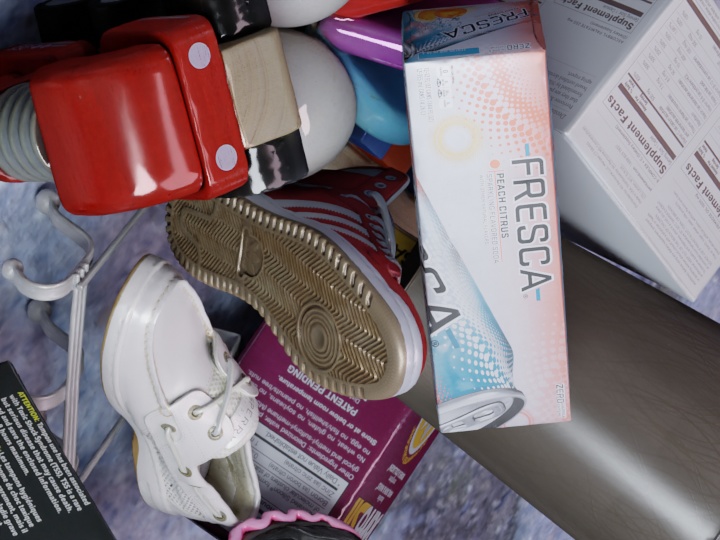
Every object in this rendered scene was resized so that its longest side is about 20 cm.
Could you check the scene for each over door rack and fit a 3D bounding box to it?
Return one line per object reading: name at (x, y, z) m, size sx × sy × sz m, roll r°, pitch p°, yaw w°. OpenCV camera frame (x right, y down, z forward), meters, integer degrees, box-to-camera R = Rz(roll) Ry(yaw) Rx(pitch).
over door rack at (-0.131, 0.019, 1.449) m, size 0.200 × 0.066 × 0.148 m, roll -41°, pitch 147°, yaw -50°

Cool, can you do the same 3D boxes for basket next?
basket at (0.106, 0.055, 1.454) m, size 0.136 × 0.200 × 0.180 m, roll -55°, pitch -175°, yaw 29°

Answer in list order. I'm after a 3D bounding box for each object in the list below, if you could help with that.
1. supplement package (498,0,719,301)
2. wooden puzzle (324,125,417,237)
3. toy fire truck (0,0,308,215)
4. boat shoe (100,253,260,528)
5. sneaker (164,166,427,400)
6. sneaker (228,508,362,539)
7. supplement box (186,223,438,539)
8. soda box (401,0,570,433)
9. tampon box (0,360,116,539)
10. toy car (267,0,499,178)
supplement package at (0.111, -0.097, 1.474) m, size 0.111 × 0.200 × 0.156 m, roll -51°, pitch 133°, yaw -9°
wooden puzzle at (0.056, -0.113, 1.602) m, size 0.186 × 0.046 × 0.200 m, roll -57°, pitch 148°, yaw -4°
toy fire truck at (-0.152, -0.076, 1.247) m, size 0.199 × 0.176 × 0.129 m, roll -24°, pitch 107°, yaw -34°
boat shoe at (-0.082, 0.066, 1.422) m, size 0.071 × 0.069 × 0.200 m, roll -57°, pitch 156°, yaw -27°
sneaker at (0.000, 0.000, 1.350) m, size 0.112 × 0.200 × 0.072 m, roll -4°, pitch 116°, yaw -35°
sneaker at (-0.070, 0.185, 1.433) m, size 0.199 × 0.095 × 0.079 m, roll -13°, pitch 118°, yaw -29°
supplement box at (-0.013, 0.076, 1.580) m, size 0.200 × 0.103 × 0.131 m, roll -56°, pitch 169°, yaw -3°
soda box at (0.061, -0.025, 1.315) m, size 0.064 × 0.068 × 0.201 m, roll -91°, pitch 175°, yaw -63°
tampon box at (-0.228, 0.162, 1.296) m, size 0.199 × 0.126 × 0.150 m, roll -20°, pitch 145°, yaw -22°
toy car at (0.000, -0.143, 1.360) m, size 0.175 × 0.149 × 0.201 m, roll -77°, pitch 174°, yaw -56°
